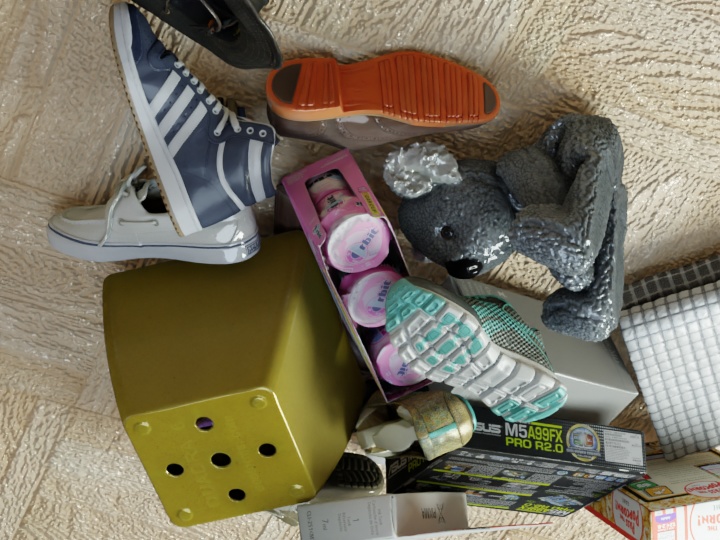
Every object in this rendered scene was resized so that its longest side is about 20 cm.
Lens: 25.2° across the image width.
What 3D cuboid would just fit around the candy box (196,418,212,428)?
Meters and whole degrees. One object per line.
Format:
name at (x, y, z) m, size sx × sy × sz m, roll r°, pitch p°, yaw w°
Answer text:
candy box at (-0.134, 0.137, 1.610) m, size 0.117 × 0.056 × 0.200 m, roll -25°, pitch 128°, yaw 16°

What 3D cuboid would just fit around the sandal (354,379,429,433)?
sandal at (0.026, 0.123, 1.596) m, size 0.075 × 0.048 × 0.200 m, roll -1°, pitch 161°, yaw -38°

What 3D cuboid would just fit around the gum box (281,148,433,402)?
gum box at (0.004, 0.001, 1.397) m, size 0.066 × 0.114 × 0.200 m, roll -26°, pitch 128°, yaw -3°

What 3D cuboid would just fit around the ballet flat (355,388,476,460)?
ballet flat at (0.033, 0.142, 1.451) m, size 0.071 × 0.071 × 0.200 m, roll 21°, pitch 165°, yaw -20°

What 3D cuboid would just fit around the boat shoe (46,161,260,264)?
boat shoe at (-0.189, -0.057, 1.419) m, size 0.202 × 0.075 × 0.086 m, roll 5°, pitch 119°, yaw 21°

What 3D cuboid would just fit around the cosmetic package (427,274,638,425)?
cosmetic package at (0.153, 0.086, 1.523) m, size 0.200 × 0.107 × 0.090 m, roll 12°, pitch 130°, yaw -34°

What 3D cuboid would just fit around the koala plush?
koala plush at (0.125, -0.051, 1.418) m, size 0.200 × 0.184 × 0.177 m, roll 0°, pitch 150°, yaw 20°

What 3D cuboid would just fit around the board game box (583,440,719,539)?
board game box at (0.308, 0.217, 1.593) m, size 0.151 × 0.200 × 0.046 m, roll -7°, pitch 101°, yaw -15°

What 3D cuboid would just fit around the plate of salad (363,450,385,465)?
plate of salad at (0.103, 0.178, 1.625) m, size 0.200 × 0.048 × 0.200 m, roll -6°, pitch 155°, yaw -3°

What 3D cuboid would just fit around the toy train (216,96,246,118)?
toy train at (-0.117, -0.070, 1.450) m, size 0.046 × 0.034 × 0.200 m, roll -2°, pitch 131°, yaw -6°

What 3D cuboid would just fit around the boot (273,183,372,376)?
boot at (0.000, 0.000, 1.504) m, size 0.186 × 0.064 × 0.200 m, roll 6°, pitch 125°, yaw -11°

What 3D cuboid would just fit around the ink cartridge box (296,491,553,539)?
ink cartridge box at (0.062, 0.219, 1.445) m, size 0.173 × 0.044 × 0.200 m, roll -11°, pitch 169°, yaw 21°

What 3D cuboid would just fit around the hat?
hat at (-0.124, -0.244, 1.261) m, size 0.201 × 0.201 × 0.081 m, roll 42°, pitch 77°, yaw -31°

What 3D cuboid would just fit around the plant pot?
plant pot at (-0.116, 0.112, 1.440) m, size 0.200 × 0.176 × 0.200 m, roll -13°, pitch 124°, yaw 10°

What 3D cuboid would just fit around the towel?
towel at (0.346, 0.076, 1.570) m, size 0.166 × 0.086 × 0.200 m, roll -19°, pitch 127°, yaw 10°

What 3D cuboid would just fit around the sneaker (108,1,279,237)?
sneaker at (-0.133, -0.138, 1.342) m, size 0.108 × 0.070 × 0.200 m, roll -18°, pitch 98°, yaw 1°

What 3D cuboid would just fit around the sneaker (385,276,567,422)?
sneaker at (0.092, 0.052, 1.370) m, size 0.078 × 0.091 × 0.200 m, roll -34°, pitch 129°, yaw 27°

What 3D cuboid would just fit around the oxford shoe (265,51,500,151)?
oxford shoe at (0.019, -0.141, 1.388) m, size 0.200 × 0.071 × 0.073 m, roll 4°, pitch 150°, yaw -2°

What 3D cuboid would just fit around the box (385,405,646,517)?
box at (0.145, 0.184, 1.531) m, size 0.200 × 0.044 × 0.160 m, roll 10°, pitch 154°, yaw -20°

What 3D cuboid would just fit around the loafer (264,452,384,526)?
loafer at (-0.077, 0.216, 1.595) m, size 0.200 × 0.076 × 0.067 m, roll 9°, pitch 122°, yaw -13°
